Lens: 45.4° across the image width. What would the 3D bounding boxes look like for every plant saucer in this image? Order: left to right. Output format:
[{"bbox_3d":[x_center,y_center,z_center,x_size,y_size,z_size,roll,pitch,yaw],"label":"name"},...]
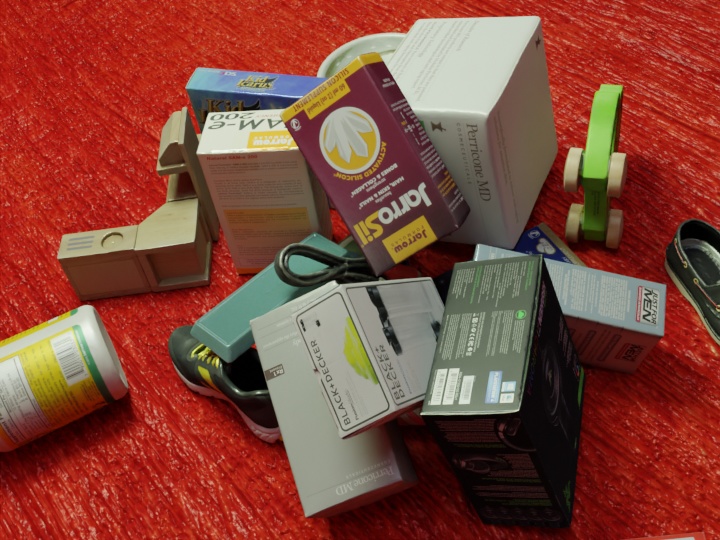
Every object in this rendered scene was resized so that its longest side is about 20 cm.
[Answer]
[{"bbox_3d":[-0.095,0.022,0.954,0.069,0.019,0.199,28,54,32],"label":"plant saucer"},{"bbox_3d":[0.034,-0.274,1.275,0.195,0.051,0.203,-5,47,5],"label":"plant saucer"}]

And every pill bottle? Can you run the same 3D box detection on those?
[{"bbox_3d":[-0.366,0.128,0.944,0.197,0.114,0.113,-25,49,-13],"label":"pill bottle"}]

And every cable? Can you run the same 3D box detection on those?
[{"bbox_3d":[0.000,0.000,0.959,0.050,0.198,0.099,-11,60,51],"label":"cable"}]

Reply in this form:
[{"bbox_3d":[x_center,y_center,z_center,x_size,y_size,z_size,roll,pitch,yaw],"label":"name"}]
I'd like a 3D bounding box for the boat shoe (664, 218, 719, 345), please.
[{"bbox_3d":[0.406,0.027,0.940,0.072,0.064,0.203,-19,50,-11],"label":"boat shoe"}]

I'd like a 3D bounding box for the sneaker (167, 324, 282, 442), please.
[{"bbox_3d":[-0.141,0.103,0.947,0.198,0.086,0.074,28,57,30],"label":"sneaker"}]

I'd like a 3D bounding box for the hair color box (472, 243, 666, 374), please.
[{"bbox_3d":[0.206,0.042,0.902,0.195,0.100,0.062,13,62,5],"label":"hair color box"}]

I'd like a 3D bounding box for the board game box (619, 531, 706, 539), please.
[{"bbox_3d":[0.212,0.311,0.728,0.195,0.047,0.154,-7,48,3],"label":"board game box"}]

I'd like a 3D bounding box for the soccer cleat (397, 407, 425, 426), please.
[{"bbox_3d":[0.017,0.109,0.920,0.196,0.077,0.067,16,52,22],"label":"soccer cleat"}]

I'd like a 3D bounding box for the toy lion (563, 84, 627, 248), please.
[{"bbox_3d":[0.288,-0.141,1.023,0.067,0.201,0.196,8,68,18],"label":"toy lion"}]

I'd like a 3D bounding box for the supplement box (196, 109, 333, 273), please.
[{"bbox_3d":[-0.107,-0.091,1.034,0.123,0.202,0.075,-1,48,8],"label":"supplement box"}]

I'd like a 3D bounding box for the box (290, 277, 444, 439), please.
[{"bbox_3d":[0.028,0.074,0.797,0.059,0.199,0.119,-29,77,25],"label":"box"}]

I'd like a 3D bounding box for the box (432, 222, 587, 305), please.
[{"bbox_3d":[0.167,0.029,0.997,0.197,0.033,0.122,-27,50,-13],"label":"box"}]

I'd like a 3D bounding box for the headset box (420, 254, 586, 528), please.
[{"bbox_3d":[0.145,0.120,0.814,0.091,0.202,0.176,-5,44,26],"label":"headset box"}]

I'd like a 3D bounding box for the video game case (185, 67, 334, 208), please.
[{"bbox_3d":[-0.110,-0.168,1.115,0.195,0.183,0.046,8,49,16],"label":"video game case"}]

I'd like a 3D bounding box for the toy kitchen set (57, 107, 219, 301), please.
[{"bbox_3d":[-0.285,-0.101,1.099,0.176,0.165,0.203,-7,47,3],"label":"toy kitchen set"}]

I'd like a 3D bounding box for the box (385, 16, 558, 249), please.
[{"bbox_3d":[0.127,-0.169,1.048,0.168,0.201,0.202,7,47,28],"label":"box"}]

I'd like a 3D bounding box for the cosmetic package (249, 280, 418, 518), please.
[{"bbox_3d":[-0.027,0.130,0.848,0.105,0.090,0.203,-24,67,8],"label":"cosmetic package"}]

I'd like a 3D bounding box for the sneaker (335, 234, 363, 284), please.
[{"bbox_3d":[-0.019,0.020,1.018,0.197,0.068,0.091,-25,55,-11],"label":"sneaker"}]

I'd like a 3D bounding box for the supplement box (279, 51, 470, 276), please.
[{"bbox_3d":[0.018,-0.113,0.917,0.109,0.202,0.086,-30,6,22],"label":"supplement box"}]
